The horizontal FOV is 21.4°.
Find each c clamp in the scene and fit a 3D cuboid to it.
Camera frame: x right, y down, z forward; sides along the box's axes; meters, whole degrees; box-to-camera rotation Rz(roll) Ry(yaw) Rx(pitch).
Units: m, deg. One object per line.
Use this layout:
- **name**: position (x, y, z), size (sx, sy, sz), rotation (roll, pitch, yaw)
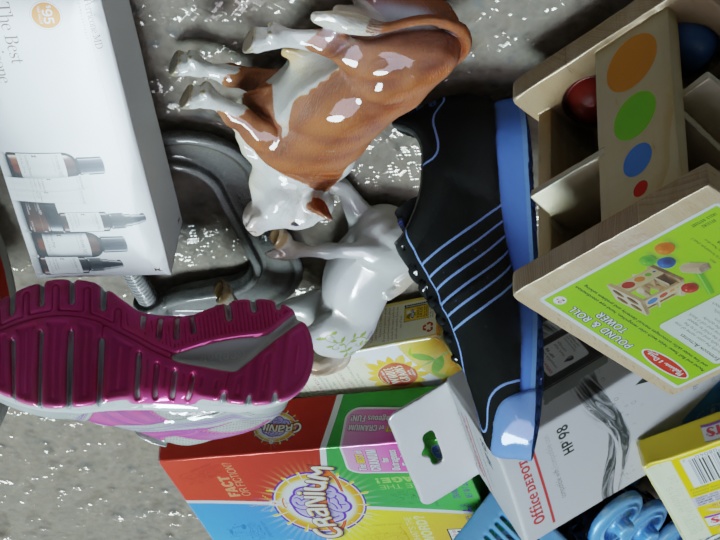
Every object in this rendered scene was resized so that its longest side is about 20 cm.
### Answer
- **c clamp**: position (-0.124, -0.013, 1.156), size (0.169, 0.027, 0.201), rotation (-4, 142, 9)

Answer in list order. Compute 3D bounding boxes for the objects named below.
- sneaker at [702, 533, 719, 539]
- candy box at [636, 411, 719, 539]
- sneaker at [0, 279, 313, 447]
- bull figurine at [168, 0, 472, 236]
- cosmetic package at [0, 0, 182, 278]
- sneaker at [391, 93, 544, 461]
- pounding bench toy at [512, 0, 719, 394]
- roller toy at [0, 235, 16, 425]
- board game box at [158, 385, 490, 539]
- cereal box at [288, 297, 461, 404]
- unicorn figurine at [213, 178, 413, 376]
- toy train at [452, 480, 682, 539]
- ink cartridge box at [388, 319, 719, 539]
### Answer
- **sneaker**: position (0.276, 0.204, 1.253), size (0.077, 0.087, 0.200), rotation (16, 143, -13)
- **candy box**: position (0.276, 0.103, 1.156), size (0.199, 0.027, 0.102), rotation (-21, 140, 12)
- **sneaker**: position (-0.126, 0.063, 1.094), size (0.198, 0.082, 0.088), rotation (7, 152, 2)
- **bull figurine**: position (-0.028, -0.092, 1.005), size (0.121, 0.066, 0.200), rotation (21, 140, -26)
- **cosmetic package**: position (-0.155, -0.082, 1.023), size (0.082, 0.051, 0.201), rotation (-3, 134, 7)
- **sneaker**: position (0.059, 0.004, 1.038), size (0.077, 0.202, 0.070), rotation (-3, 174, 8)
- **pounding bench toy**: position (0.189, -0.033, 0.987), size (0.199, 0.157, 0.124), rotation (31, 136, -32)
- **roller toy**: position (-0.295, 0.034, 1.103), size (0.139, 0.202, 0.182), rotation (-7, 163, 17)
- **board game box**: position (-0.017, 0.139, 1.274), size (0.198, 0.041, 0.153), rotation (-6, 145, 14)
- **cereal box**: position (-0.013, 0.085, 1.268), size (0.199, 0.040, 0.144), rotation (-10, 142, 20)
- **unicorn figurine**: position (0.000, 0.000, 1.130), size (0.137, 0.074, 0.200), rotation (13, 146, -25)
- **toy train**: position (0.150, 0.181, 1.292), size (0.114, 0.087, 0.200), rotation (-50, 148, 8)
- **ink cartridge box**: position (0.126, 0.090, 1.161), size (0.199, 0.067, 0.116), rotation (-30, 142, -6)
